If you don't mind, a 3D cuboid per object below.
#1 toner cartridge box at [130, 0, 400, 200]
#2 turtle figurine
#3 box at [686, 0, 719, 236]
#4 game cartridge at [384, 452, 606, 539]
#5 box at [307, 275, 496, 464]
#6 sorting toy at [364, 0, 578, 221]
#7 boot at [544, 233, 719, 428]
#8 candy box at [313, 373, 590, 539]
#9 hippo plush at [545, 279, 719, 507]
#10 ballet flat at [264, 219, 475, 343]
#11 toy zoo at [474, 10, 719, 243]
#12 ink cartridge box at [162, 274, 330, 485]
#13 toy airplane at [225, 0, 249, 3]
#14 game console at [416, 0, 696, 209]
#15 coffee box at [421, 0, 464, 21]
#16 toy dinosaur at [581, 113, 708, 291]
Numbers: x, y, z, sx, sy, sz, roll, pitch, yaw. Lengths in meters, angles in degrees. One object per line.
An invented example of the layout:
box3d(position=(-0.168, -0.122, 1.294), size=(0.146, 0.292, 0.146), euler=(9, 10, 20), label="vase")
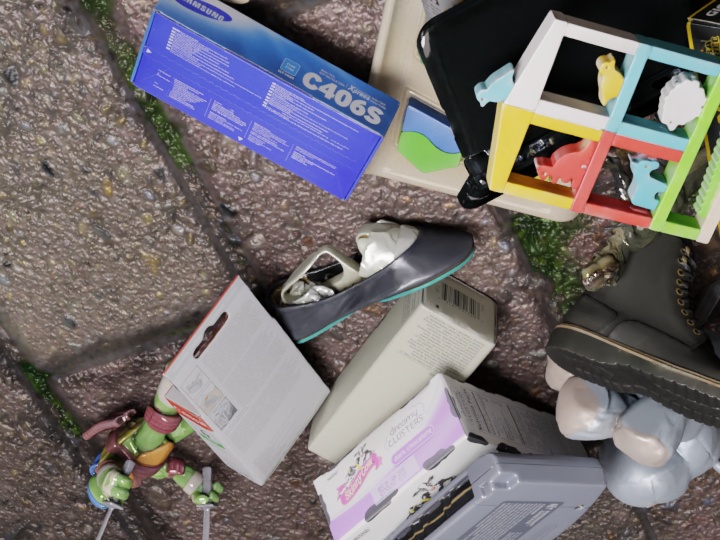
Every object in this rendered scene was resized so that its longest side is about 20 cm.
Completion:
box3d(position=(-0.076, -0.140, 1.105), size=(0.199, 0.043, 0.095), euler=(29, 143, -4), label="toner cartridge box")
box3d(position=(-0.170, 0.186, 1.293), size=(0.144, 0.200, 0.194), euler=(24, 115, -27), label="turtle figurine")
box3d(position=(0.322, -0.127, 1.040), size=(0.049, 0.159, 0.201), euler=(22, 139, 47), label="box")
box3d(position=(0.113, 0.214, 1.199), size=(0.133, 0.041, 0.200), euler=(11, 140, -30), label="game cartridge")
box3d(position=(0.037, 0.096, 1.264), size=(0.082, 0.068, 0.200), euler=(30, 122, -14), label="box")
box3d(position=(0.104, -0.133, 1.124), size=(0.199, 0.037, 0.186), euler=(12, 124, -2), label="sorting toy")
box3d(position=(0.263, 0.038, 1.118), size=(0.199, 0.139, 0.078), euler=(21, 161, 26), label="boot")
box3d(position=(0.088, 0.189, 1.263), size=(0.200, 0.072, 0.168), euler=(22, 125, -43), label="candy box")
box3d(position=(0.255, 0.113, 1.233), size=(0.200, 0.159, 0.161), euler=(-38, 142, -18), label="hippo plush")
box3d(position=(0.000, 0.000, 1.207), size=(0.199, 0.073, 0.073), euler=(-26, 117, 24), label="ballet flat")
box3d(position=(0.172, -0.099, 0.962), size=(0.199, 0.020, 0.132), euler=(13, 120, -11), label="toy zoo")
box3d(position=(-0.109, 0.091, 1.215), size=(0.050, 0.109, 0.200), euler=(23, 158, 36), label="ink cartridge box")
box3d(position=(-0.124, -0.296, 1.001), size=(0.199, 0.141, 0.200), euler=(40, 156, -7), label="toy airplane")
box3d(position=(0.144, -0.149, 1.034), size=(0.199, 0.176, 0.117), euler=(-28, 85, -5), label="game console")
box3d(position=(0.083, -0.271, 0.991), size=(0.114, 0.080, 0.201), euler=(-25, 120, -6), label="coffee box")
box3d(position=(0.234, -0.072, 1.127), size=(0.200, 0.047, 0.088), euler=(-42, 99, -2), label="toy dinosaur")
